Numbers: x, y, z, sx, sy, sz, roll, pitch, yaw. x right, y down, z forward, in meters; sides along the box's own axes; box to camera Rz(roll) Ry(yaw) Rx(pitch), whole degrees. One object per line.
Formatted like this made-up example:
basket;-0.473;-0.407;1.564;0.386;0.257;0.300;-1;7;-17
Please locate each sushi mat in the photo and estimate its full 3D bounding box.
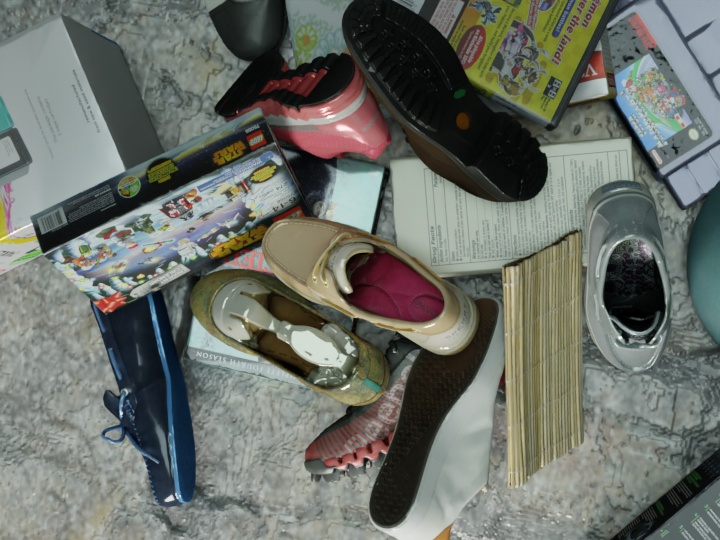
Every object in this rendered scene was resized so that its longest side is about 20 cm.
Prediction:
sushi mat;0.148;0.072;1.018;0.012;0.095;0.202;19;123;41

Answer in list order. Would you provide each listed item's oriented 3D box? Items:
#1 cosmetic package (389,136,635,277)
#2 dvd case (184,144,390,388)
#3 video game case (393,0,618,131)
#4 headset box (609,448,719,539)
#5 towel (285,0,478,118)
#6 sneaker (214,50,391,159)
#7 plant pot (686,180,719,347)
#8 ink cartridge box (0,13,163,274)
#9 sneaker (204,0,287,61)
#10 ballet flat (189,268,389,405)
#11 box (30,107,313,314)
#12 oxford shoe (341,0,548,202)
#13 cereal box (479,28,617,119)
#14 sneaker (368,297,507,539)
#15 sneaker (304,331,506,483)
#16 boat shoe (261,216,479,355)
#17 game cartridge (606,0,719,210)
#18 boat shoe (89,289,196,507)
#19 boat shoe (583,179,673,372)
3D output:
cosmetic package;0.127;-0.050;1.060;0.198;0.071;0.106;-3;92;8
dvd case;-0.065;-0.006;1.112;0.144;0.022;0.202;13;93;7
video game case;0.115;-0.239;0.998;0.180;0.026;0.201;27;86;-3
headset box;0.295;0.260;1.028;0.200;0.093;0.174;-42;85;6
towel;0.018;-0.229;1.066;0.170;0.048;0.202;-9;88;30
sneaker;-0.049;-0.122;1.041;0.074;0.199;0.087;-51;122;-16
plant pot;0.364;0.001;0.984;0.198;0.135;0.202;0;97;4
ink cartridge box;-0.286;-0.097;1.079;0.199;0.147;0.147;-24;87;8
sneaker;-0.111;-0.280;1.085;0.073;0.089;0.202;-10;90;6
ballet flat;-0.066;0.047;1.046;0.199;0.071;0.071;28;94;23
box;-0.147;-0.043;1.033;0.199;0.137;0.040;-25;66;1
oxford shoe;0.049;-0.122;0.973;0.200;0.084;0.073;48;67;-18
cereal box;0.126;-0.228;1.059;0.143;0.039;0.202;-10;88;24
sneaker;0.076;0.122;1.014;0.073;0.084;0.201;15;76;49
sneaker;0.032;0.103;1.075;0.199;0.071;0.099;-30;87;5
boat shoe;0.000;0.000;1.007;0.199;0.069;0.074;22;81;25
game cartridge;0.266;-0.166;1.062;0.129;0.038;0.201;-32;86;3
boat shoe;-0.189;0.108;1.108;0.068;0.084;0.202;-14;72;3
boat shoe;0.208;0.024;0.996;0.069;0.202;0.072;-7;45;10
